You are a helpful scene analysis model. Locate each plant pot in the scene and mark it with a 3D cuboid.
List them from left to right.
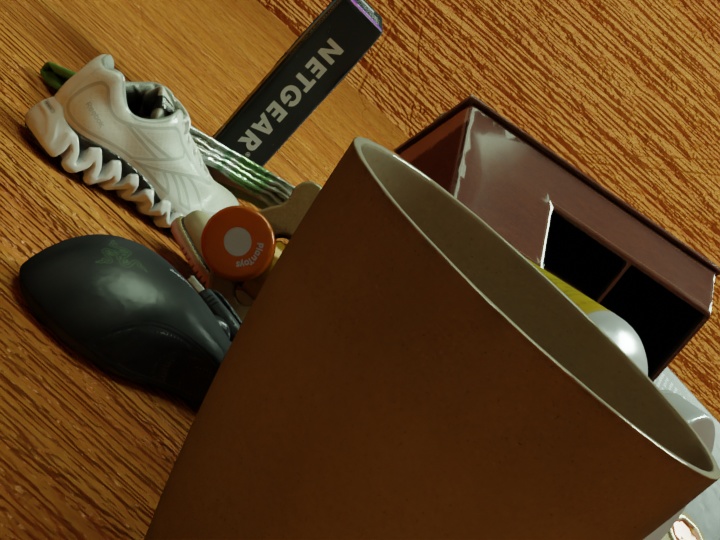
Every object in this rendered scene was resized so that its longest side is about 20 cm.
[{"bbox_3d":[0.003,0.085,0.624,0.187,0.200,0.187,41,10,-9],"label":"plant pot"}]

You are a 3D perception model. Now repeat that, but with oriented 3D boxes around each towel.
[{"bbox_3d":[-0.146,-0.098,1.267,0.149,0.031,0.199,23,-4,45],"label":"towel"}]

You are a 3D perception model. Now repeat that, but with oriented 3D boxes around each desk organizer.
[{"bbox_3d":[0.109,-0.004,0.908,0.199,0.072,0.078,31,52,-24],"label":"desk organizer"}]

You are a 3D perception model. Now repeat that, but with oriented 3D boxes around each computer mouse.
[{"bbox_3d":[-0.106,0.025,0.893,0.199,0.053,0.139,29,17,-53],"label":"computer mouse"}]

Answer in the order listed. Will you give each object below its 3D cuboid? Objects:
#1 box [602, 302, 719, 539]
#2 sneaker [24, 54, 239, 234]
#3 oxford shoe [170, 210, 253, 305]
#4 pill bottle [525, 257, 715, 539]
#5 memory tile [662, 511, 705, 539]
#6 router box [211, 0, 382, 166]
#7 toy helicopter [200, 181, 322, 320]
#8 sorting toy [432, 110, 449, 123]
[{"bbox_3d":[0.122,0.109,1.010,0.200,0.148,0.105,45,46,-10],"label":"box"},{"bbox_3d":[-0.143,-0.083,1.137,0.200,0.081,0.075,32,11,-50],"label":"sneaker"},{"bbox_3d":[-0.043,0.019,1.098,0.200,0.074,0.071,42,10,0],"label":"oxford shoe"},{"bbox_3d":[0.065,0.051,0.765,0.199,0.113,0.112,34,5,30],"label":"pill bottle"},{"bbox_3d":[0.129,0.171,0.848,0.199,0.017,0.154,22,43,-31],"label":"memory tile"},{"bbox_3d":[-0.061,-0.164,1.445,0.051,0.200,0.149,41,10,-9],"label":"router box"},{"bbox_3d":[0.000,0.000,1.030,0.079,0.198,0.133,105,-38,-83],"label":"toy helicopter"},{"bbox_3d":[0.068,0.003,1.248,0.036,0.201,0.185,8,32,-48],"label":"sorting toy"}]
